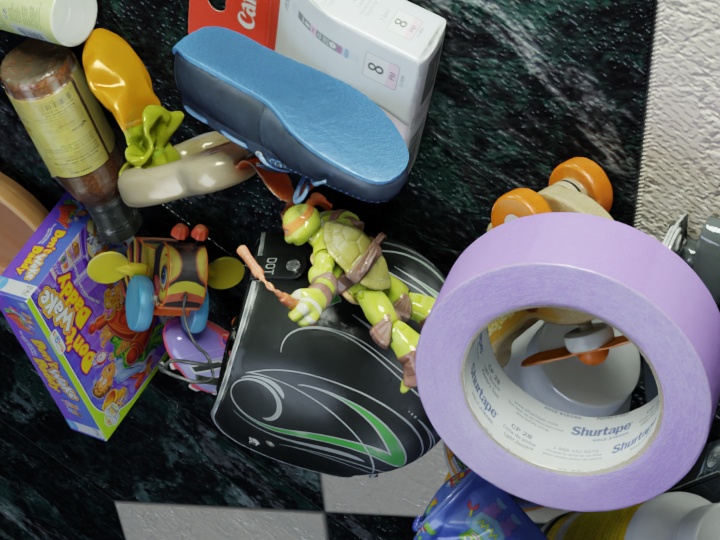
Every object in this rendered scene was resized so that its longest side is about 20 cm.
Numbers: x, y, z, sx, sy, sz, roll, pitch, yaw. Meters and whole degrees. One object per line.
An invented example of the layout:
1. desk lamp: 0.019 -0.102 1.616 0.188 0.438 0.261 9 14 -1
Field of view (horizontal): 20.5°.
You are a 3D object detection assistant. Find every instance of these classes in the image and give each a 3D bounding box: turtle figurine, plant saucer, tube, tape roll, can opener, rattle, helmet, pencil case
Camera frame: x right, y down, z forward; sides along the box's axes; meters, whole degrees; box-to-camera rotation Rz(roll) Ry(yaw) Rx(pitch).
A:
1. turtle figurine: 0.000 0.000 1.413 0.161 0.200 0.064 44 111 -11
2. plant saucer: -0.349 -0.040 1.883 0.200 0.038 0.200 24 149 15
3. tube: -0.293 -0.219 1.562 0.199 0.052 0.058 16 105 35
4. tape roll: 0.140 0.063 1.325 0.199 0.066 0.201 10 126 14
5. can opener: 0.229 0.036 1.409 0.066 0.053 0.200 21 148 19
6. rattle: -0.116 -0.119 1.482 0.200 0.130 0.144 -178 83 -65
7. helmet: -0.007 0.065 1.552 0.190 0.201 0.200 16 151 -5
8. pencil case: 0.121 0.245 1.517 0.200 0.087 0.078 51 170 8

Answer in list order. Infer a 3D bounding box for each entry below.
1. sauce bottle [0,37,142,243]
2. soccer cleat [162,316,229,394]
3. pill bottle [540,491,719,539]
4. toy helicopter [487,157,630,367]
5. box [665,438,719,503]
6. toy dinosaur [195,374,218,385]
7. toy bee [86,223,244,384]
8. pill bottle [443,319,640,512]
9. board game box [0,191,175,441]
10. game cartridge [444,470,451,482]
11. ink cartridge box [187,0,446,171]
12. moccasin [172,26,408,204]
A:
1. sauce bottle: -0.234 -0.102 1.649 0.066 0.066 0.200 14 143 31
2. soccer cleat: -0.090 0.093 1.786 0.076 0.067 0.200 -26 129 34
3. pill bottle: 0.226 0.231 1.551 0.111 0.111 0.200 42 149 -15
4. toy helicopter: 0.127 0.024 1.398 0.132 0.079 0.200 54 141 10
5. box: 0.325 0.221 1.596 0.200 0.044 0.160 39 151 -9
6. toy dinosaur: -0.042 0.120 1.750 0.199 0.048 0.088 0 127 4
7. toy bee: -0.151 0.004 1.692 0.200 0.131 0.109 28 114 43
8. pill bottle: 0.141 0.105 1.536 0.112 0.112 0.200 32 150 2
9. board game box: -0.242 0.038 1.794 0.045 0.135 0.200 15 146 30
10. game cartridge: 0.107 0.237 1.693 0.032 0.201 0.176 1 152 -10
11. ink cartridge box: -0.044 -0.155 1.405 0.199 0.057 0.163 24 150 8
12. moccasin: -0.045 -0.100 1.378 0.200 0.080 0.068 37 140 28
